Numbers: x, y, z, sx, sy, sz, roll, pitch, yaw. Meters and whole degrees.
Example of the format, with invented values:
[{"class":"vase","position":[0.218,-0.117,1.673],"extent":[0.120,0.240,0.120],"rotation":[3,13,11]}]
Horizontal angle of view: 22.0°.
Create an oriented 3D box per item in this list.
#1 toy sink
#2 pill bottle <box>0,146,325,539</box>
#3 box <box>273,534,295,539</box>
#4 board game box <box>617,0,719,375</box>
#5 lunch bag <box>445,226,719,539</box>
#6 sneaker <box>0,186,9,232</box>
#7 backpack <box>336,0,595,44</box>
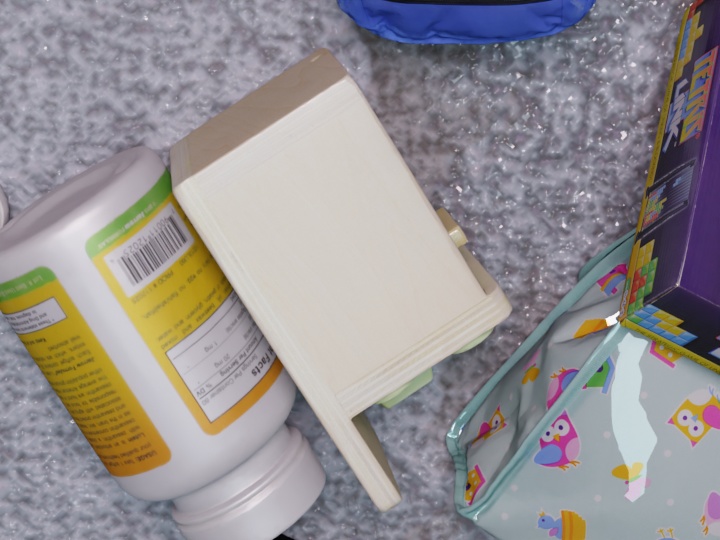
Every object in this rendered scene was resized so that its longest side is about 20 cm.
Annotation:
[{"class":"toy sink","position":[0.000,0.000,0.956],"extent":[0.112,0.130,0.201],"rotation":[-32,103,1]},{"class":"pill bottle","position":[-0.102,0.048,0.964],"extent":[0.111,0.111,0.201],"rotation":[-31,105,1]},{"class":"box","position":[-0.037,0.268,1.036],"extent":[0.163,0.086,0.201],"rotation":[25,99,-12]},{"class":"board game box","position":[0.229,-0.032,0.950],"extent":[0.164,0.057,0.201],"rotation":[26,59,-17]},{"class":"lunch bag","position":[0.168,0.081,0.999],"extent":[0.170,0.122,0.201],"rotation":[35,103,-12]},{"class":"sneaker","position":[-0.268,-0.057,0.921],"extent":[0.199,0.116,0.074],"rotation":[32,96,-14]},{"class":"backpack","position":[0.043,-0.202,0.879],"extent":[0.161,0.168,0.201],"rotation":[5,132,13]}]
